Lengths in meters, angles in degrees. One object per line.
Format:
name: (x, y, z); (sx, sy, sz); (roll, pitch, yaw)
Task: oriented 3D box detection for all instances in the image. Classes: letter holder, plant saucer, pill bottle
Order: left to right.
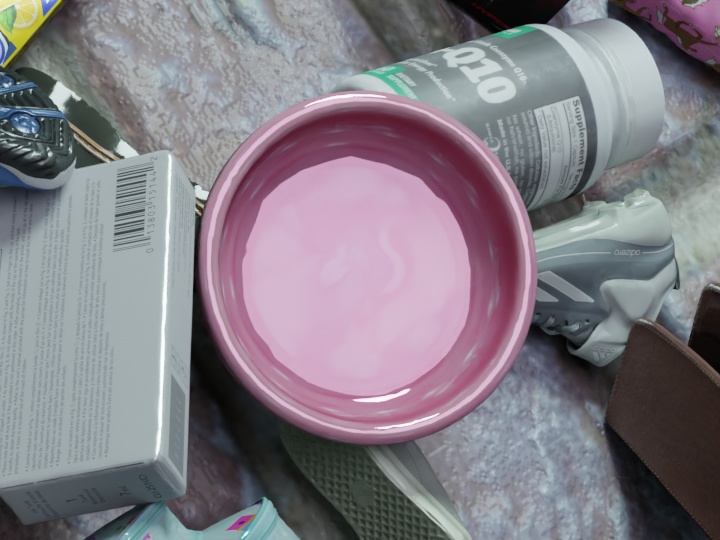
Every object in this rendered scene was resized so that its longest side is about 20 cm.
plant saucer: (0.000, 0.000, 1.417); (0.200, 0.051, 0.201); (2, 83, -17)
pill bottle: (0.084, -0.089, 1.552); (0.200, 0.113, 0.113); (-19, 78, -31)
letter holder: (0.247, 0.078, 1.485); (0.100, 0.142, 0.200); (1, 27, -24)

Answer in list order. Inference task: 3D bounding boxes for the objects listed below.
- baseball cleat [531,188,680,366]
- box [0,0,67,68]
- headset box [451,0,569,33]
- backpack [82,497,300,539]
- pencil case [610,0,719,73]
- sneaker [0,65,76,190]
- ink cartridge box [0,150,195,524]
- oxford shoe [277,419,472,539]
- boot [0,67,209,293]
baseball cleat: (0.111, 0.020, 1.546); (0.200, 0.070, 0.107); (-18, 102, -14)
box: (-0.208, -0.169, 1.473); (0.064, 0.070, 0.200); (39, 59, -7)
headset box: (0.101, -0.249, 1.575); (0.149, 0.200, 0.077); (35, 58, -9)
backpack: (-0.105, 0.207, 1.305); (0.153, 0.176, 0.200); (52, 48, 3)
pencil case: (0.266, -0.175, 1.691); (0.200, 0.083, 0.087); (29, 61, -11)
sneaker: (-0.248, -0.076, 1.377); (0.200, 0.077, 0.076); (16, 32, 15)
ink cartridge box: (-0.179, 0.040, 1.329); (0.176, 0.045, 0.200); (-10, 53, 13)
oxford shoe: (0.029, 0.144, 1.459); (0.200, 0.075, 0.058); (54, 34, 3)
boot: (-0.162, -0.006, 1.434); (0.200, 0.077, 0.138); (35, 63, 6)
